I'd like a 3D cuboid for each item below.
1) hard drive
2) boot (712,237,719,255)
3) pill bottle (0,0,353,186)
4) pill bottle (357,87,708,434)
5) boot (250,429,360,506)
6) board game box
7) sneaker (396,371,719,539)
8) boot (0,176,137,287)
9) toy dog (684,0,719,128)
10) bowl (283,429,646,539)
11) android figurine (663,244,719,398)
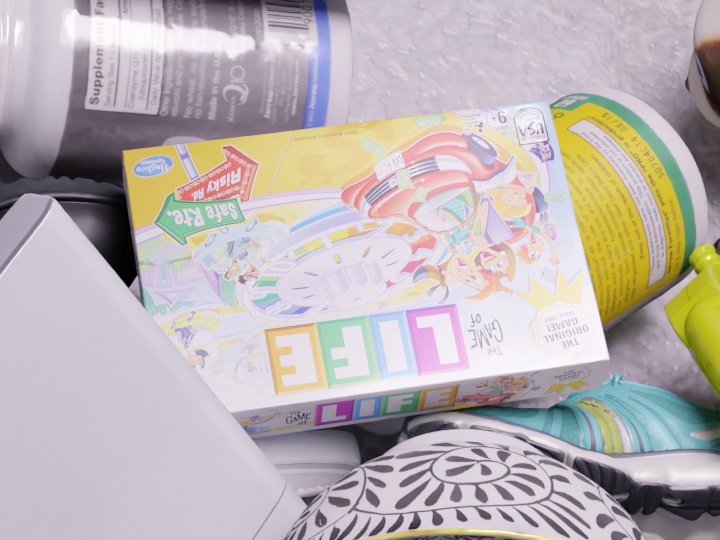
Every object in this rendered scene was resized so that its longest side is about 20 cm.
[{"bbox_3d":[-0.111,0.085,0.967,0.132,0.027,0.200,-54,129,-23],"label":"hard drive"},{"bbox_3d":[0.284,0.021,1.232,0.200,0.131,0.068,43,55,7],"label":"boot"},{"bbox_3d":[-0.113,-0.097,1.160,0.199,0.114,0.114,4,60,-19],"label":"pill bottle"},{"bbox_3d":[0.067,-0.002,1.174,0.199,0.113,0.113,-31,75,-32],"label":"pill bottle"},{"bbox_3d":[-0.084,0.136,1.068,0.199,0.074,0.096,-12,72,-18],"label":"boot"},{"bbox_3d":[0.000,0.000,1.077,0.199,0.034,0.135,-8,64,-8],"label":"board game box"},{"bbox_3d":[0.108,0.089,1.117,0.199,0.078,0.080,9,42,-17],"label":"sneaker"},{"bbox_3d":[-0.172,0.041,1.053,0.197,0.074,0.163,-8,43,-18],"label":"boot"},{"bbox_3d":[0.264,-0.097,1.266,0.199,0.194,0.140,15,68,-20],"label":"toy dog"},{"bbox_3d":[0.045,0.132,1.033,0.199,0.201,0.095,14,48,-13],"label":"bowl"},{"bbox_3d":[0.213,0.066,1.139,0.182,0.041,0.201,31,24,-42],"label":"android figurine"}]
